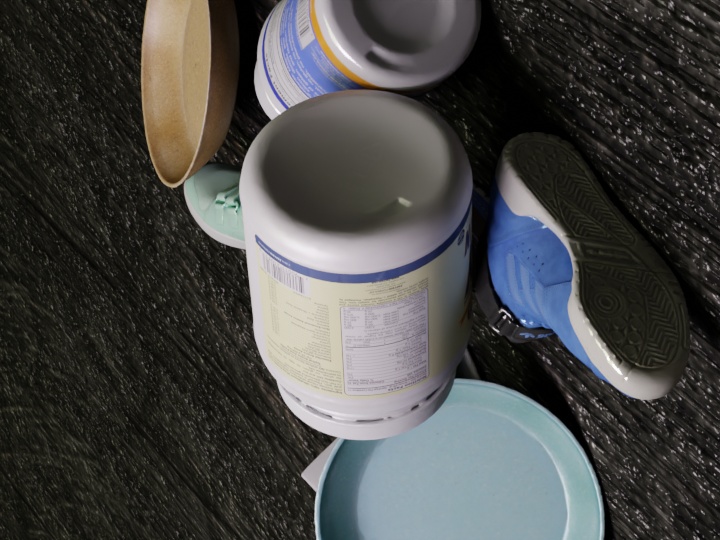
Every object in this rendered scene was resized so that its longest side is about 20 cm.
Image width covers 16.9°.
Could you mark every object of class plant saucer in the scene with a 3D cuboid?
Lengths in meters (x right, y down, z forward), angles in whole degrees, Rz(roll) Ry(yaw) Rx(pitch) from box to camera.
[{"bbox_3d":[-0.134,-0.166,1.943,0.200,0.035,0.201,180,90,-69],"label":"plant saucer"},{"bbox_3d":[0.069,0.169,1.672,0.036,0.199,0.201,-56,-52,-78],"label":"plant saucer"}]

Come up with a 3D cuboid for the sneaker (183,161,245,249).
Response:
[{"bbox_3d":[-0.076,-0.070,1.901,0.200,0.074,0.118,32,146,42],"label":"sneaker"}]

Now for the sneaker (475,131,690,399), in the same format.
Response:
[{"bbox_3d":[0.132,0.021,1.490,0.200,0.077,0.111,59,151,33],"label":"sneaker"}]

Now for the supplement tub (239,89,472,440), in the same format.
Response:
[{"bbox_3d":[0.000,0.000,1.547,0.145,0.145,0.200,52,158,35],"label":"supplement tub"}]

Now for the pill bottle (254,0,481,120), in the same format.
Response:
[{"bbox_3d":[-0.004,-0.150,1.612,0.112,0.112,0.200,67,159,3],"label":"pill bottle"}]

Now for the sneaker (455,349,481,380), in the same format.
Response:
[{"bbox_3d":[0.043,0.070,1.782,0.200,0.075,0.089,40,133,41],"label":"sneaker"}]

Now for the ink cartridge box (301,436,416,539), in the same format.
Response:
[{"bbox_3d":[0.034,0.184,1.782,0.200,0.068,0.116,51,171,-35],"label":"ink cartridge box"}]

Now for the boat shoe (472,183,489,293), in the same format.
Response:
[{"bbox_3d":[0.038,-0.030,1.674,0.200,0.072,0.072,40,145,50],"label":"boat shoe"}]
